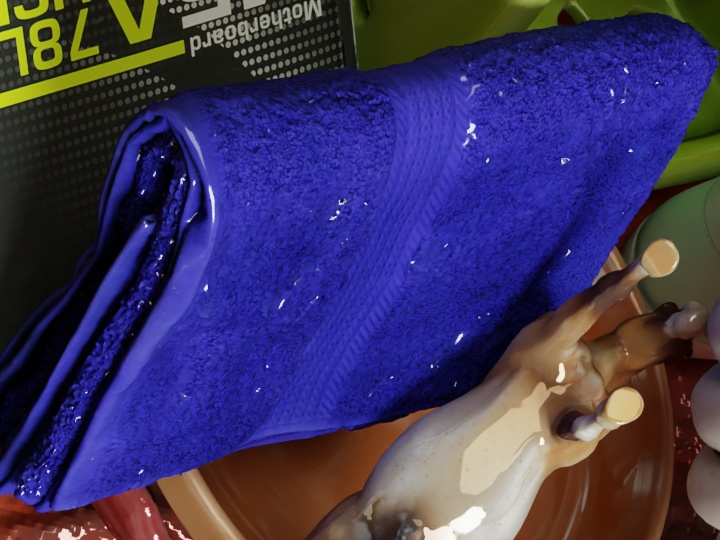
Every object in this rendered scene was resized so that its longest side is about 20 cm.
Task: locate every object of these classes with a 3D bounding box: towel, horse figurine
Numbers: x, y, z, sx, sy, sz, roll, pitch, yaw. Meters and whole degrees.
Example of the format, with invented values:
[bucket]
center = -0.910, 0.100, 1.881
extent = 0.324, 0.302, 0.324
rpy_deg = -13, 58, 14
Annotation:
[towel]
center = 0.000, 0.000, 0.797
extent = 0.199, 0.148, 0.050
rpy_deg = -15, 61, -41
[horse figurine]
center = 0.029, 0.064, 0.810
extent = 0.050, 0.133, 0.200
rpy_deg = 43, 77, 0

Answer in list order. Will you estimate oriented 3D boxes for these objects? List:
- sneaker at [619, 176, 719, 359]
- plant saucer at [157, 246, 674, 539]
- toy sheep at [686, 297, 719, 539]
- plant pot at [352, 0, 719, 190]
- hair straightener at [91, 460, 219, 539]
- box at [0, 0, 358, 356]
[sneaker]
center = 0.198, -0.009, 0.968
extent = 0.199, 0.118, 0.074
rpy_deg = -2, 73, -23
[plant saucer]
center = 0.010, 0.032, 0.908
extent = 0.199, 0.032, 0.201
rpy_deg = 17, 59, -30
[toy sheep]
center = 0.156, 0.057, 0.833
extent = 0.137, 0.138, 0.201
rpy_deg = -17, 96, -25
[plant pot]
center = 0.069, -0.145, 0.900
extent = 0.198, 0.200, 0.182
rpy_deg = -11, 63, -37
[hair straightener]
center = -0.033, 0.075, 0.891
extent = 0.077, 0.041, 0.200
rpy_deg = -30, 81, -27
[box]
center = -0.092, -0.074, 0.780
extent = 0.199, 0.047, 0.194
rpy_deg = -19, 112, -34
